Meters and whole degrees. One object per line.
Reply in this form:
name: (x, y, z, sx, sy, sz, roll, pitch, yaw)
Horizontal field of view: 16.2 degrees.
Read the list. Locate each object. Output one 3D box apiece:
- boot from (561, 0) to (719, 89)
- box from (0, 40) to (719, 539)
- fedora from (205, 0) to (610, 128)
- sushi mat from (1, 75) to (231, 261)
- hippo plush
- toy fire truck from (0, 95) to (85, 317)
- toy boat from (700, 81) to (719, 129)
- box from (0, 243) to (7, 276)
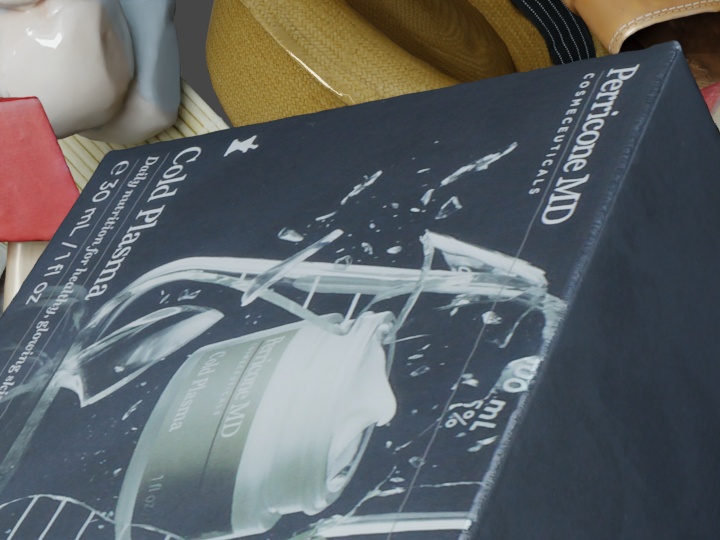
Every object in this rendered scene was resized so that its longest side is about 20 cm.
boot: (0.056, -0.131, 0.839, 0.199, 0.074, 0.155, -1, 55, -28)
box: (-0.005, 0.058, 0.674, 0.196, 0.124, 0.200, -8, 37, 31)
fedora: (0.008, -0.077, 0.866, 0.201, 0.200, 0.082, 45, 125, 18)
sushi mat: (-0.058, 0.005, 0.916, 0.096, 0.012, 0.200, -44, 71, -2)
hippo plush: (-0.152, -0.137, 0.890, 0.160, 0.159, 0.201, -1, 70, 16)
toy fire truck: (-0.143, 0.057, 0.757, 0.140, 0.049, 0.201, -13, 99, -23)
toy boat: (0.112, 0.042, 0.828, 0.130, 0.130, 0.201, -7, 72, 42)
box: (-0.233, 0.049, 0.895, 0.124, 0.097, 0.201, 22, 82, 22)
